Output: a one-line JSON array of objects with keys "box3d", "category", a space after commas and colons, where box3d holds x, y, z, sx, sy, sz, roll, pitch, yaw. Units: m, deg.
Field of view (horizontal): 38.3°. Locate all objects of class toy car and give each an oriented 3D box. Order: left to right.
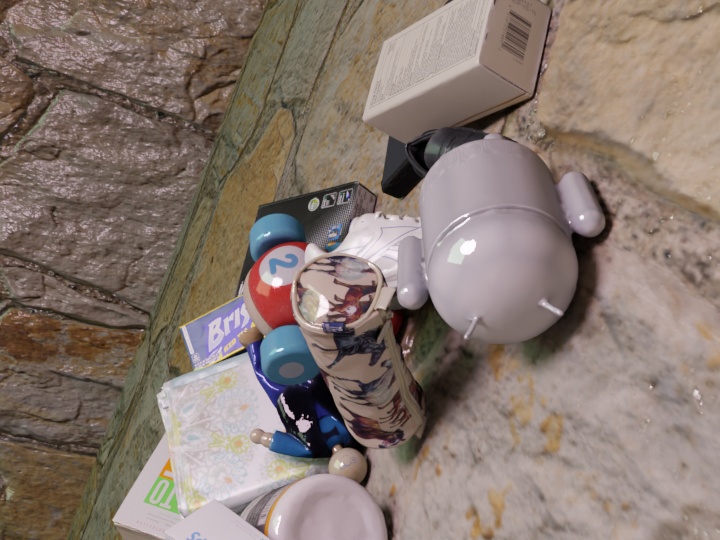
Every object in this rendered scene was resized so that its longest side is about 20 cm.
[{"box3d": [0.000, 0.000, 1.041, 0.200, 0.176, 0.185, -44, 40, 32], "category": "toy car"}]

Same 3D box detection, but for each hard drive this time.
[{"box3d": [0.076, -0.202, 1.222, 0.140, 0.033, 0.201, -44, 31, 55], "category": "hard drive"}]

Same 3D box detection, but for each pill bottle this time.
[{"box3d": [-0.062, 0.265, 1.001, 0.200, 0.116, 0.117, 141, 145, -61], "category": "pill bottle"}]

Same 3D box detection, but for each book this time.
[{"box3d": [-0.172, 0.229, 1.183, 0.048, 0.133, 0.201, 77, -149, -47], "category": "book"}]

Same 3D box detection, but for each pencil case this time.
[{"box3d": [0.005, 0.076, 0.894, 0.078, 0.089, 0.201, -50, -36, -25], "category": "pencil case"}]

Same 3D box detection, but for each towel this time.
[{"box3d": [-0.119, 0.174, 1.139, 0.048, 0.199, 0.172, 66, -174, -57], "category": "towel"}]

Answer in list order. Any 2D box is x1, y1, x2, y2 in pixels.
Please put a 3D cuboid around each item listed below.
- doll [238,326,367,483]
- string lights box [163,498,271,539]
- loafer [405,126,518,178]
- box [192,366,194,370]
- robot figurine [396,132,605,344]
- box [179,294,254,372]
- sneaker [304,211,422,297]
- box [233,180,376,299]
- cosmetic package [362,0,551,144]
[{"box3d": [-0.056, 0.142, 1.084, 0.201, 0.136, 0.049, 55, 157, 24], "category": "doll"}, {"box3d": [-0.101, 0.316, 0.925, 0.102, 0.059, 0.201, 18, 129, 51], "category": "string lights box"}, {"box3d": [0.095, -0.103, 0.992, 0.200, 0.070, 0.069, -151, 81, -73], "category": "loafer"}, {"box3d": [-0.173, 0.205, 1.364, 0.158, 0.049, 0.202, -153, 50, -73], "category": "box"}, {"box3d": [0.104, -0.023, 0.802, 0.169, 0.113, 0.201, -26, 35, 17], "category": "robot figurine"}, {"box3d": [-0.107, 0.060, 1.218, 0.199, 0.064, 0.070, -28, 59, 4], "category": "box"}, {"box3d": [0.035, -0.020, 0.933, 0.074, 0.199, 0.088, 21, -133, -75], "category": "sneaker"}, {"box3d": [-0.079, -0.005, 1.346, 0.192, 0.047, 0.201, -7, 60, 40], "category": "box"}, {"box3d": [0.093, -0.206, 1.048, 0.200, 0.073, 0.104, -14, 56, 58], "category": "cosmetic package"}]
